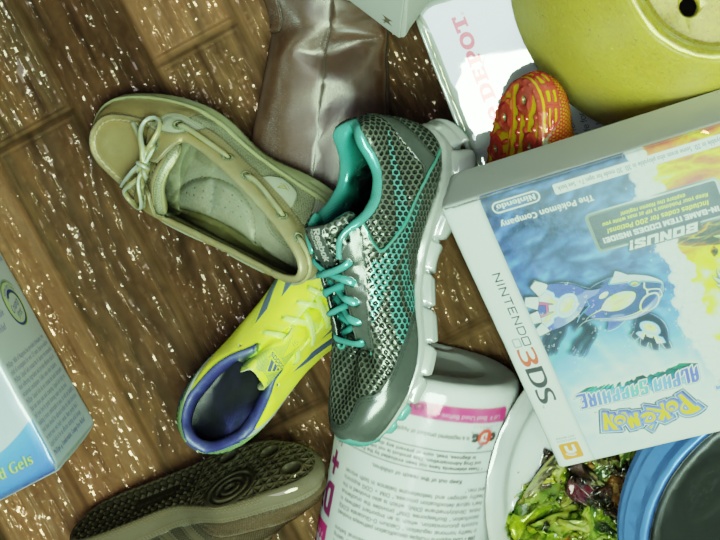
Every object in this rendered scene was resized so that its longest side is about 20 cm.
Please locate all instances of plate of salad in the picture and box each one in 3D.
[{"bbox_3d":[0.170,0.136,1.011,0.198,0.048,0.202,-5,102,-24],"label":"plate of salad"}]

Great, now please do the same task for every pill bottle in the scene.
[{"bbox_3d":[0.030,0.154,1.023,0.112,0.113,0.202,11,101,2],"label":"pill bottle"}]

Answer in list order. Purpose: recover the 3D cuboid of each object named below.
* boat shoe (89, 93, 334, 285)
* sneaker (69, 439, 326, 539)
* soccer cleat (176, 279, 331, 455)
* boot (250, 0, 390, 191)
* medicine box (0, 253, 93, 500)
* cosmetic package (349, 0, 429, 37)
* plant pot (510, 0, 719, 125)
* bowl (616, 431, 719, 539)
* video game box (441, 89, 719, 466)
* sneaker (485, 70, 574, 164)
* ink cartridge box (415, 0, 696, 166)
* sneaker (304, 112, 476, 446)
[{"bbox_3d":[-0.098,-0.051,0.990,0.200,0.063,0.074,32,119,19],"label":"boat shoe"},{"bbox_3d":[-0.097,0.171,1.050,0.199,0.071,0.076,-18,115,28],"label":"sneaker"},{"bbox_3d":[-0.046,0.041,1.022,0.065,0.084,0.201,39,100,-3],"label":"soccer cleat"},{"bbox_3d":[-0.063,-0.142,1.006,0.184,0.064,0.202,7,105,5],"label":"boot"},{"bbox_3d":[-0.307,0.068,1.035,0.181,0.103,0.201,-27,98,8],"label":"medicine box"},{"bbox_3d":[0.044,-0.252,0.924,0.107,0.085,0.201,35,78,7],"label":"cosmetic package"},{"bbox_3d":[0.181,-0.166,0.854,0.198,0.142,0.202,0,98,3],"label":"plant pot"},{"bbox_3d":[0.255,0.151,0.946,0.198,0.039,0.203,-2,109,-5],"label":"bowl"},{"bbox_3d":[0.168,0.006,0.860,0.198,0.047,0.183,-17,118,23],"label":"video game box"},{"bbox_3d":[0.122,-0.027,0.934,0.077,0.073,0.202,-21,120,-14],"label":"sneaker"},{"bbox_3d":[0.149,-0.133,0.977,0.198,0.088,0.146,-22,98,6],"label":"ink cartridge box"},{"bbox_3d":[0.000,0.000,0.929,0.091,0.077,0.202,16,81,-37],"label":"sneaker"}]
